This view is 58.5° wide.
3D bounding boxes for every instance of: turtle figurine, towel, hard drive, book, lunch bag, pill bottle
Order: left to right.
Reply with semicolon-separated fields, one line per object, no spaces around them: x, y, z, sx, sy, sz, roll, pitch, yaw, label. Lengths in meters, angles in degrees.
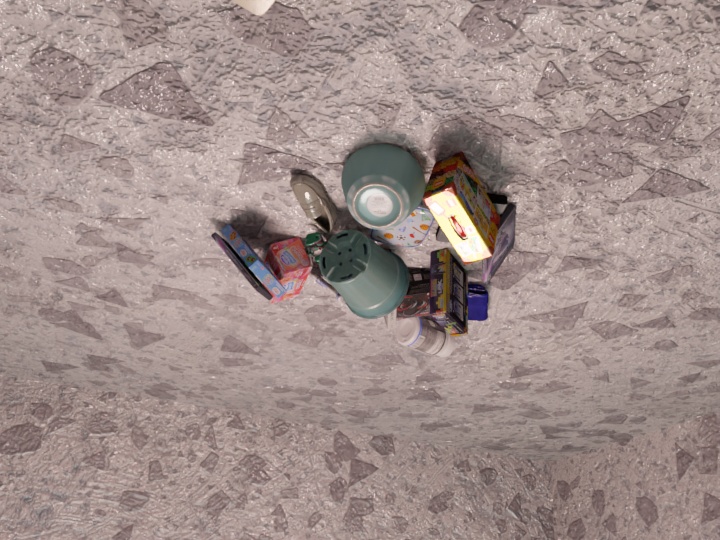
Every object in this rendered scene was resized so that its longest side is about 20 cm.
-0.092;-0.036;1.809;0.150;0.101;0.200;41;176;19;turtle figurine
-0.094;0.053;1.900;0.200;0.024;0.147;37;178;31;towel
0.077;0.056;1.861;0.048;0.134;0.201;-8;137;-7;book
0.101;-0.138;1.622;0.159;0.076;0.200;11;150;-5;lunch bag
0.230;0.230;2.239;0.199;0.115;0.113;24;145;-33;pill bottle
0.338;0.100;2.066;0.146;0.050;0.200;4;153;14;towel
0.281;-0.133;1.654;0.138;0.033;0.200;5;151;-4;hard drive

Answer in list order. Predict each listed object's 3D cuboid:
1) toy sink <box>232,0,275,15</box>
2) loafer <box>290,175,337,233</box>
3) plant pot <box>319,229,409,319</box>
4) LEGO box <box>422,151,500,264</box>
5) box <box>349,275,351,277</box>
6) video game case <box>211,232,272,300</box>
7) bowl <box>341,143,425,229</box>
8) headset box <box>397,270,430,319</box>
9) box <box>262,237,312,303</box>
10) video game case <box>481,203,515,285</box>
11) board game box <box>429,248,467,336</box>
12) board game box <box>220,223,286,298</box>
-0.143;-0.504;0.941;0.130;0.113;0.200;23;141;-31;toy sink
-0.114;-0.164;1.600;0.069;0.070;0.200;-11;148;24;loafer
0.000;0.000;1.682;0.199;0.202;0.196;-11;153;24;plant pot
0.232;-0.141;1.458;0.077;0.149;0.200;-18;123;33;LEGO box
0.001;0.011;1.949;0.199;0.033;0.121;15;149;-19;box
-0.324;-0.009;1.772;0.019;0.200;0.143;-40;164;-4;video game case
0.044;-0.173;1.457;0.199;0.105;0.202;6;127;8;bowl
0.165;0.083;1.988;0.147;0.076;0.200;-7;153;-10;headset box
-0.219;0.002;1.856;0.094;0.103;0.200;-15;160;-25;box
0.359;-0.065;1.673;0.019;0.143;0.200;30;161;24;video game case
0.254;0.065;1.845;0.056;0.201;0.165;-12;147;29;board game box
-0.291;-0.027;1.748;0.037;0.200;0.151;-40;136;-3;board game box
